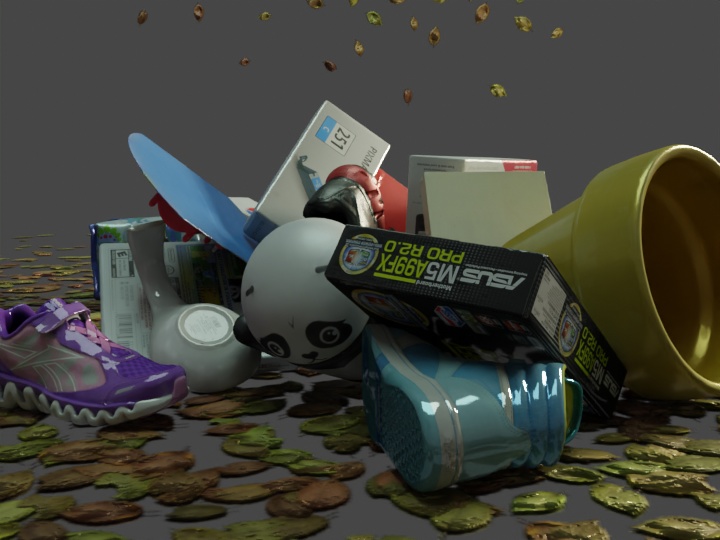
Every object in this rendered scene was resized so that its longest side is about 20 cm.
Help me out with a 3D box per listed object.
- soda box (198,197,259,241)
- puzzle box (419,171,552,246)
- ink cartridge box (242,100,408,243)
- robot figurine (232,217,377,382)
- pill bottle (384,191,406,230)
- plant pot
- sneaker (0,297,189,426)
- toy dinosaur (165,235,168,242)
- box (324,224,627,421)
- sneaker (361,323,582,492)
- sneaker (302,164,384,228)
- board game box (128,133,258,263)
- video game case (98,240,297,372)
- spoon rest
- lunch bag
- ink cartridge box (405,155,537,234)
[{"bbox_3d":[-0.096,-0.024,1.101,0.199,0.064,0.068,27,17,34],"label":"soda box"},{"bbox_3d":[0.134,-0.005,0.945,0.132,0.202,0.025,-1,-22,-10],"label":"puzzle box"},{"bbox_3d":[-0.011,-0.069,1.035,0.176,0.201,0.045,35,-41,-10],"label":"ink cartridge box"},{"bbox_3d":[-0.016,0.031,0.807,0.124,0.151,0.200,34,3,30],"label":"robot figurine"},{"bbox_3d":[0.041,-0.034,1.161,0.199,0.113,0.112,32,-10,-29],"label":"pill bottle"},{"bbox_3d":[0.219,0.015,0.815,0.200,0.203,0.188,-6,-7,-40],"label":"plant pot"},{"bbox_3d":[-0.226,0.068,0.750,0.198,0.089,0.080,4,7,26],"label":"sneaker"},{"bbox_3d":[-0.183,0.036,1.095,0.135,0.086,0.200,34,0,-38],"label":"toy dinosaur"},{"bbox_3d":[0.090,0.041,0.688,0.159,0.045,0.200,10,-21,35],"label":"box"},{"bbox_3d":[0.074,0.085,0.642,0.129,0.080,0.200,-4,17,-12],"label":"sneaker"},{"bbox_3d":[0.000,0.000,0.936,0.070,0.202,0.098,-14,13,37],"label":"sneaker"},{"bbox_3d":[-0.167,-0.052,0.950,0.200,0.039,0.158,37,13,-42],"label":"board game box"},{"bbox_3d":[-0.167,0.033,0.942,0.181,0.022,0.201,-2,35,-15],"label":"video game case"},{"bbox_3d":[-0.162,0.039,0.873,0.099,0.061,0.200,-15,50,-28],"label":"spoon rest"},{"bbox_3d":[-0.292,-0.015,1.366,0.168,0.129,0.200,-3,-6,-6],"label":"lunch bag"},{"bbox_3d":[0.124,-0.028,1.077,0.083,0.202,0.145,10,11,43],"label":"ink cartridge box"}]
